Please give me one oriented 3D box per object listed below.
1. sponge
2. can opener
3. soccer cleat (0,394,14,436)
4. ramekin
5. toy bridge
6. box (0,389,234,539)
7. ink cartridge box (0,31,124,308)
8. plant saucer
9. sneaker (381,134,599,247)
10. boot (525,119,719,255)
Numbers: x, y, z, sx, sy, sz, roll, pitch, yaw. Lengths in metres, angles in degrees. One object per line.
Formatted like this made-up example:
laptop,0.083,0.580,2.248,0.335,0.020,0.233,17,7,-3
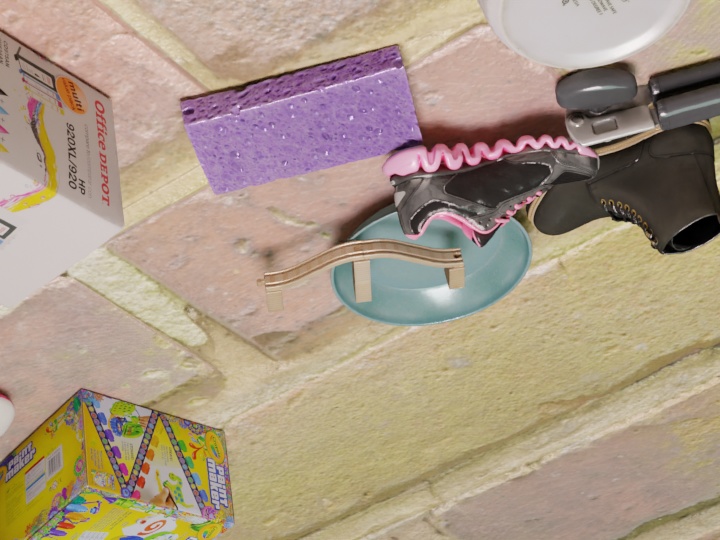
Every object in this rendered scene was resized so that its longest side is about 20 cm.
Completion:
sponge,-0.050,-0.129,1.657,0.199,0.030,0.112,-14,145,5
can opener,0.275,-0.157,1.673,0.198,0.053,0.067,-12,144,3
soccer cleat,-0.436,0.200,1.972,0.199,0.087,0.070,-30,140,26
ramekin,0.177,-0.247,1.491,0.201,0.095,0.203,-6,144,-4
toy bridge,0.000,0.000,1.788,0.198,0.027,0.067,-7,142,-3
box,-0.275,0.251,2.050,0.192,0.123,0.200,21,134,-35
ink cartridge box,-0.315,-0.094,1.543,0.144,0.148,0.200,-31,140,27
plant saucer,0.067,-0.017,1.834,0.198,0.036,0.201,-6,144,-4
sneaker,0.121,-0.070,1.705,0.198,0.096,0.079,-6,172,-5
boot,0.245,-0.053,1.736,0.077,0.139,0.200,24,133,-38
